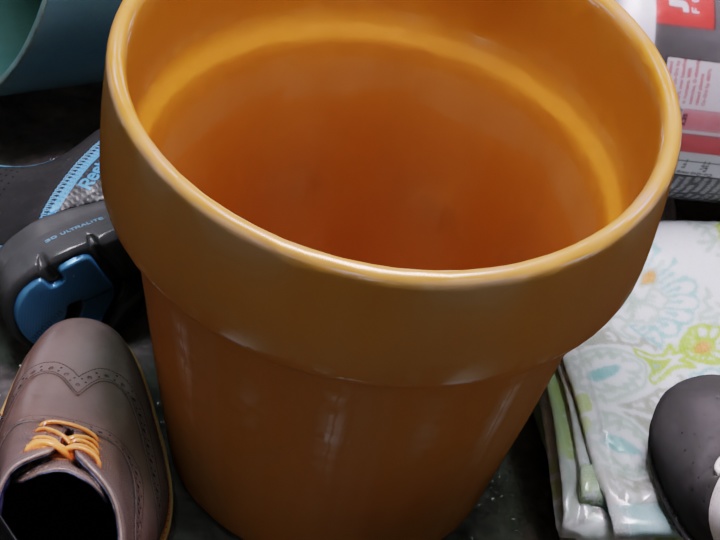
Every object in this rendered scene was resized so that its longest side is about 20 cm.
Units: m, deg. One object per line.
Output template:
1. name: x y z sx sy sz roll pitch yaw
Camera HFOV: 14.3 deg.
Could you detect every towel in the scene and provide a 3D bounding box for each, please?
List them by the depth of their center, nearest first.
1. towel: 0.160 0.046 1.129 0.199 0.048 0.172 1 44 -12

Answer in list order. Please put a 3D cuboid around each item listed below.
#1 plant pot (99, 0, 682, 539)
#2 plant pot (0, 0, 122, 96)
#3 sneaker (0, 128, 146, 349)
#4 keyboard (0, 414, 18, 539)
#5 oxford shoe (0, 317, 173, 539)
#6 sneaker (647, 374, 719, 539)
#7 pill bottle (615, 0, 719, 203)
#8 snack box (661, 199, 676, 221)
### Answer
1. plant pot: 0.000 0.000 1.043 0.199 0.184 0.201 6 43 -5
2. plant pot: -0.098 -0.175 1.211 0.160 0.201 0.201 -4 43 -33
3. sneaker: -0.066 -0.037 1.151 0.199 0.073 0.082 -17 47 -28
4. keyboard: -0.167 0.057 0.989 0.104 0.040 0.200 -41 56 3
5. oxford shoe: -0.099 0.079 1.017 0.071 0.073 0.201 4 42 -7
6. sneaker: 0.166 0.085 0.990 0.074 0.089 0.200 -26 46 -15
7. pill bottle: 0.130 -0.087 1.177 0.199 0.116 0.116 5 42 -18
8. snack box: 0.097 -0.077 1.265 0.071 0.024 0.201 8 42 -6
